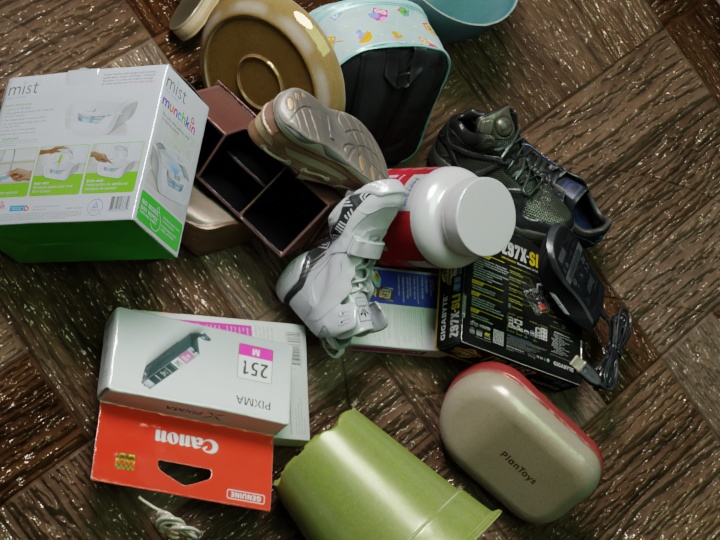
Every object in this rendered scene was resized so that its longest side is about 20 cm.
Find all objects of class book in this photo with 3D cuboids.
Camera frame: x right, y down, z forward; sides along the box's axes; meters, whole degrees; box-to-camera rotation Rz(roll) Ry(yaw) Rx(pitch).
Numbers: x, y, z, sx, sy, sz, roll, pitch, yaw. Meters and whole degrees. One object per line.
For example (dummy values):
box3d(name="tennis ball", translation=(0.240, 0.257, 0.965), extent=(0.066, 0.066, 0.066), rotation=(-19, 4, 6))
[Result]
box3d(name="book", translation=(-0.152, 0.115, 1.584), extent=(0.199, 0.048, 0.134), rotation=(7, 68, -25))

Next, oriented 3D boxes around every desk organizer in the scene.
box3d(name="desk organizer", translation=(-0.121, -0.110, 1.610), extent=(0.200, 0.072, 0.077), rotation=(43, 29, 10))

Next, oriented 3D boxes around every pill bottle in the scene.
box3d(name="pill bottle", translation=(0.076, -0.059, 1.647), extent=(0.112, 0.200, 0.113), rotation=(-1, 92, -36))

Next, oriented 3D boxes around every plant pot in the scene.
box3d(name="plant pot", translation=(0.012, 0.254, 1.552), extent=(0.190, 0.200, 0.200), rotation=(46, 59, 10))
box3d(name="plant pot", translation=(-0.105, -0.209, 1.622), extent=(0.200, 0.200, 0.027), rotation=(55, 45, 0))
box3d(name="plant pot", translation=(0.073, -0.349, 1.784), extent=(0.199, 0.135, 0.201), rotation=(16, 59, -28))

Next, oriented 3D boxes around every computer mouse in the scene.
box3d(name="computer mouse", translation=(0.248, 0.051, 1.732), extent=(0.200, 0.046, 0.141), rotation=(50, 45, -32))

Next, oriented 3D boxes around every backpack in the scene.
box3d(name="backpack", translation=(0.002, -0.221, 1.679), extent=(0.175, 0.200, 0.154), rotation=(-3, 60, -25))

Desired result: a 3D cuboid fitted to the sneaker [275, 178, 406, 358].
box3d(name="sneaker", translation=(0.000, 0.000, 1.594), extent=(0.075, 0.200, 0.115), rotation=(0, 49, -54))

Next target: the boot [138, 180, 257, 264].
box3d(name="boot", translation=(-0.204, -0.089, 1.617), extent=(0.199, 0.070, 0.147), rotation=(-13, 68, -40))

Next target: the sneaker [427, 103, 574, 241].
box3d(name="sneaker", translation=(0.177, -0.119, 1.748), extent=(0.199, 0.114, 0.076), rotation=(40, 52, 12))

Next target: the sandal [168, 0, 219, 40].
box3d(name="sandal", translation=(-0.144, -0.339, 1.733), extent=(0.070, 0.077, 0.212), rotation=(43, 65, -30))

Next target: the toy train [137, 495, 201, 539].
box3d(name="toy train", translation=(-0.168, 0.327, 1.491), extent=(0.200, 0.085, 0.116), rotation=(33, 76, -13))

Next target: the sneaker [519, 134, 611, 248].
box3d(name="sneaker", translation=(0.230, -0.111, 1.821), extent=(0.200, 0.078, 0.070), rotation=(47, 60, -5))

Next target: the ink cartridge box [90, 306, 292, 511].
box3d(name="ink cartridge box", translation=(-0.170, 0.142, 1.512), extent=(0.199, 0.044, 0.174), rotation=(14, 59, -22))

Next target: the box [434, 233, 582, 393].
box3d(name="box", translation=(0.178, 0.041, 1.735), extent=(0.199, 0.049, 0.160), rotation=(20, 61, -35))

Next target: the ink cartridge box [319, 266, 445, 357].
box3d(name="ink cartridge box", translation=(0.047, 0.048, 1.706), extent=(0.199, 0.037, 0.095), rotation=(5, 71, -22))

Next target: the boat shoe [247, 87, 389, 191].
box3d(name="boat shoe", translation=(-0.043, -0.129, 1.571), extent=(0.200, 0.072, 0.076), rotation=(32, 44, -45))

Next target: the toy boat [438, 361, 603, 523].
box3d(name="toy boat", translation=(0.186, 0.182, 1.696), extent=(0.200, 0.130, 0.131), rotation=(43, 30, -8))

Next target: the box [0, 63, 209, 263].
box3d(name="box", translation=(-0.276, -0.108, 1.504), extent=(0.097, 0.199, 0.177), rotation=(47, 46, -55))
